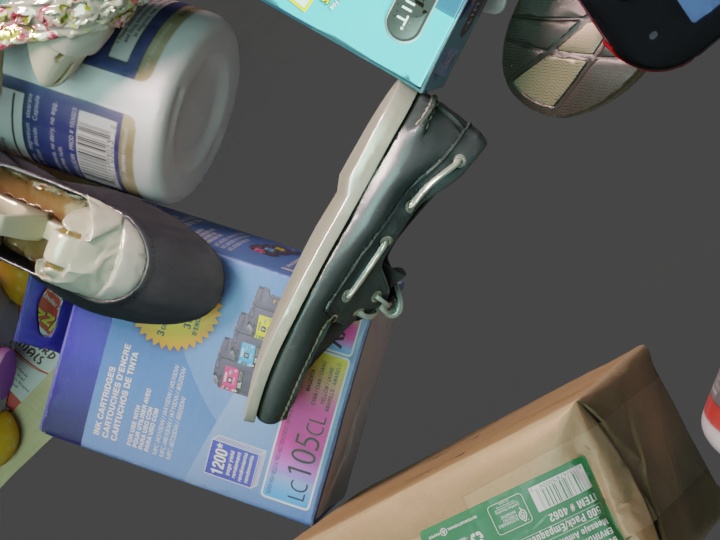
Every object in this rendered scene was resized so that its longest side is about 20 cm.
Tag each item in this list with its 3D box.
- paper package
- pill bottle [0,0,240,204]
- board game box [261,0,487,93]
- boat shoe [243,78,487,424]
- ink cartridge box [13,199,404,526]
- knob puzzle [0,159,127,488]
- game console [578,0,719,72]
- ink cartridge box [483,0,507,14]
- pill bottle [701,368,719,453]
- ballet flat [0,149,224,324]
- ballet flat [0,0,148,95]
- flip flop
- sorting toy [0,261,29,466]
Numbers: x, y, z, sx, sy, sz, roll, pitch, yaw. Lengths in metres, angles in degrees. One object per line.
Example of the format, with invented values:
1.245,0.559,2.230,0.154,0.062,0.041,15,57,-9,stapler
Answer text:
0.074,0.139,1.332,0.200,0.191,0.104,-28,89,19,paper package
-0.178,-0.117,1.422,0.200,0.111,0.111,19,104,15,pill bottle
-0.013,-0.207,1.314,0.200,0.047,0.151,31,106,10,board game box
0.000,0.000,1.329,0.062,0.073,0.200,26,98,-6,boat shoe
-0.092,0.045,1.428,0.200,0.076,0.137,18,100,13,ink cartridge box
-0.213,0.001,1.492,0.219,0.030,0.220,1,99,5,knob puzzle
0.169,-0.217,1.263,0.200,0.031,0.177,-39,112,-7,game console
-0.012,-0.213,1.374,0.200,0.067,0.116,15,103,16,ink cartridge box
0.260,0.013,1.290,0.116,0.116,0.200,24,105,14,pill bottle
-0.171,-0.021,1.368,0.200,0.073,0.073,25,105,13,ballet flat
-0.189,-0.123,1.340,0.200,0.076,0.064,-12,102,13,ballet flat
0.149,-0.167,1.336,0.081,0.058,0.200,30,91,21,flip flop
-0.252,0.059,1.398,0.107,0.180,0.200,9,100,3,sorting toy
